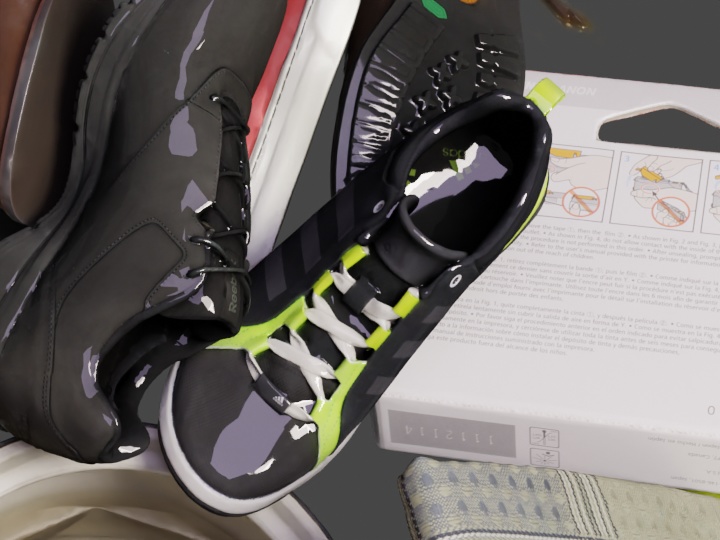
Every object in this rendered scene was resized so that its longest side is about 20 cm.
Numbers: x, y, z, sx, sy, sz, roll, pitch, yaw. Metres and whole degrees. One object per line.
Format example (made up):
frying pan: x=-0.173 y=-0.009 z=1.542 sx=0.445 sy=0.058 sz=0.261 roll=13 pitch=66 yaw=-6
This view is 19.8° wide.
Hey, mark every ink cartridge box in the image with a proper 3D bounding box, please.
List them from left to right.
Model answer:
ink cartridge box: x=0.117 y=0.002 z=0.840 sx=0.198 sy=0.045 sz=0.177 roll=7 pitch=52 yaw=11

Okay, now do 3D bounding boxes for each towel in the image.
towel: x=0.098 y=0.160 z=0.700 sx=0.199 sy=0.034 sz=0.194 roll=14 pitch=50 yaw=-48

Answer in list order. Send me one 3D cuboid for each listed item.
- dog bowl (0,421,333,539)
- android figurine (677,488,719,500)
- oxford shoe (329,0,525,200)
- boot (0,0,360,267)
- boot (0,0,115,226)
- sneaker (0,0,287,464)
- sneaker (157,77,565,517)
dog bowl: x=-0.094 y=0.161 z=0.759 sx=0.198 sy=0.074 sz=0.202 roll=4 pitch=72 yaw=-12
android figurine: x=0.213 y=0.094 z=0.846 sx=0.180 sy=0.041 sz=0.202 roll=6 pitch=68 yaw=-8
oxford shoe: x=0.024 y=-0.089 z=0.864 sx=0.072 sy=0.084 sz=0.201 roll=25 pitch=64 yaw=-18
boot: x=-0.081 y=-0.089 z=0.828 sx=0.143 sy=0.072 sz=0.202 roll=20 pitch=88 yaw=-3
boot: x=-0.192 y=-0.108 z=0.803 sx=0.198 sy=0.064 sz=0.188 roll=2 pitch=69 yaw=17
sneaker: x=-0.068 y=-0.020 z=0.741 sx=0.090 sy=0.076 sz=0.201 roll=22 pitch=83 yaw=30
sneaker: x=0.000 y=0.000 z=0.749 sx=0.072 sy=0.083 sz=0.200 roll=40 pitch=73 yaw=4
